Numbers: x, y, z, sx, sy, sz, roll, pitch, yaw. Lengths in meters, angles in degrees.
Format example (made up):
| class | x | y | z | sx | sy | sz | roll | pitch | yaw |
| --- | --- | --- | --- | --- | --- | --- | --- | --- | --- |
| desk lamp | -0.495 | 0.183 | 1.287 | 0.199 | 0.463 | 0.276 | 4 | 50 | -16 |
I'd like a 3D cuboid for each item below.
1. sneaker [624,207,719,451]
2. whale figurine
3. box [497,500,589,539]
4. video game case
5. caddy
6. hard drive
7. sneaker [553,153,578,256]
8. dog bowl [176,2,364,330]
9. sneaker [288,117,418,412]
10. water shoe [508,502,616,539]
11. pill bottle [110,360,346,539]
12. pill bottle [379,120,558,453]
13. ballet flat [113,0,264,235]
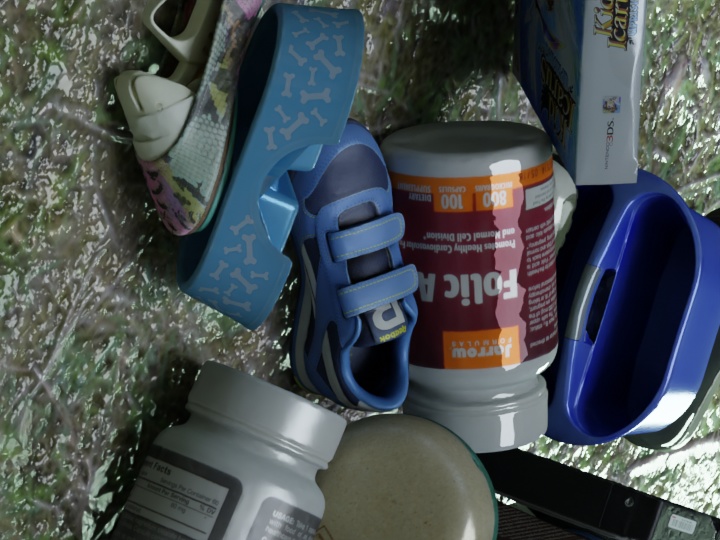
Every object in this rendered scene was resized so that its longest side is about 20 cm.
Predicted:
| class | x | y | z | sx | sy | sz | roll | pitch | yaw |
| --- | --- | --- | --- | --- | --- | --- | --- | --- | --- |
| sneaker | 0.244 | 0.041 | 2.072 | 0.106 | 0.075 | 0.200 | 18 | 92 | -58 |
| whale figurine | -0.004 | 0.177 | 1.721 | 0.200 | 0.159 | 0.104 | -37 | 166 | 12 |
| box | 0.079 | 0.197 | 1.806 | 0.100 | 0.200 | 0.075 | 0 | 106 | -54 |
| video game case | 0.139 | -0.175 | 1.738 | 0.045 | 0.200 | 0.181 | -4 | 115 | -7 |
| caddy | 0.175 | 0.026 | 1.914 | 0.105 | 0.141 | 0.200 | 11 | 96 | -61 |
| hard drive | 0.151 | 0.157 | 1.888 | 0.140 | 0.200 | 0.038 | 23 | 87 | -56 |
| sneaker | 0.075 | 0.008 | 1.851 | 0.089 | 0.077 | 0.200 | 14 | 97 | -24 |
| dog bowl | -0.055 | -0.065 | 1.569 | 0.050 | 0.111 | 0.200 | 17 | 109 | -15 |
| sneaker | 0.000 | 0.000 | 1.698 | 0.074 | 0.082 | 0.200 | -19 | 121 | -26 |
| water shoe | 0.174 | 0.213 | 1.944 | 0.079 | 0.200 | 0.072 | -24 | 126 | -19 |
| pill bottle | -0.090 | 0.163 | 1.633 | 0.114 | 0.114 | 0.200 | 34 | 78 | -55 |
| pill bottle | 0.071 | 0.010 | 1.760 | 0.114 | 0.114 | 0.200 | -20 | 112 | -49 |
| ballet flat | -0.098 | -0.123 | 1.538 | 0.071 | 0.069 | 0.200 | 19 | 86 | -38 |
